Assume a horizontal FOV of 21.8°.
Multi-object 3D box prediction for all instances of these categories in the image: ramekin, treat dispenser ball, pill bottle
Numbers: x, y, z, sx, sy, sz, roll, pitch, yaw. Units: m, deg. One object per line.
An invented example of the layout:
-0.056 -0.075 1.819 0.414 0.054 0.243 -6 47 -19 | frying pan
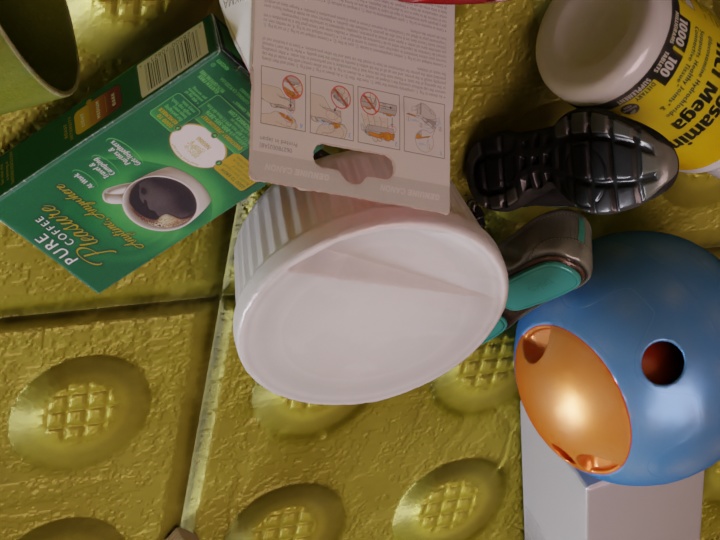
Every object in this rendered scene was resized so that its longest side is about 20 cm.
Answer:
0.000 0.000 1.350 0.201 0.095 0.203 -10 141 -8 | ramekin
0.220 0.069 1.479 0.200 0.201 0.202 -15 131 -18 | treat dispenser ball
0.231 -0.140 1.380 0.200 0.113 0.113 25 110 -40 | pill bottle

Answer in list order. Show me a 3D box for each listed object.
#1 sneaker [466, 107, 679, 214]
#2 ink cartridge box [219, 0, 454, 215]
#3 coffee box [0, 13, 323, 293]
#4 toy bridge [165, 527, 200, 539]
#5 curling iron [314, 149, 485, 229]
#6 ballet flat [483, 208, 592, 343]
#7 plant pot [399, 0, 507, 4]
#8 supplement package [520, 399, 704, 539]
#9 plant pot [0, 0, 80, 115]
0.164 -0.081 1.356 0.079 0.200 0.076 -6 96 -36 | sneaker
-0.014 -0.142 1.206 0.160 0.050 0.201 8 79 -34 | ink cartridge box
-0.139 -0.075 1.242 0.200 0.044 0.123 -33 137 18 | coffee box
-0.189 0.298 1.525 0.200 0.067 0.027 -48 133 13 | toy bridge
0.023 -0.057 1.389 0.200 0.026 0.050 25 117 -41 | curling iron
0.105 0.009 1.450 0.067 0.064 0.200 31 141 -28 | ballet flat
0.099 -0.262 1.156 0.182 0.201 0.201 -2 126 -36 | plant pot
0.220 0.200 1.638 0.119 0.121 0.201 -19 133 -15 | supplement package
-0.290 -0.148 1.059 0.199 0.188 0.187 -22 135 8 | plant pot
